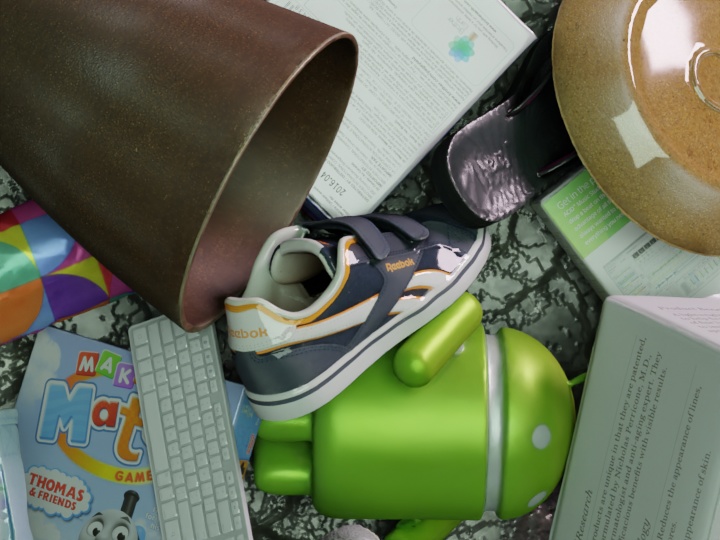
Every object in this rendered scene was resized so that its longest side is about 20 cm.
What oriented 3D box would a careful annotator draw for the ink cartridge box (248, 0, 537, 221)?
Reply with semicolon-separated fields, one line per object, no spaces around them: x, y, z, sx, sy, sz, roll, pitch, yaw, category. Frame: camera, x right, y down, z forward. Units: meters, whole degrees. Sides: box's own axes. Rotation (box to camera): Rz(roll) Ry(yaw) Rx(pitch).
-0.015;-0.114;1.689;0.136;0.076;0.200;44;82;-6;ink cartridge box

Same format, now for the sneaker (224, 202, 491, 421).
0.000;0.000;1.608;0.200;0.078;0.080;-42;120;-39;sneaker

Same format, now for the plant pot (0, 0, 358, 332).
-0.133;-0.095;1.569;0.199;0.187;0.187;29;85;10;plant pot

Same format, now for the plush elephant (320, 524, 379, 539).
0.029;0.272;1.559;0.154;0.165;0.201;12;130;-7;plush elephant

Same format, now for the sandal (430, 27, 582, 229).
0.116;-0.090;1.680;0.075;0.048;0.200;53;47;-11;sandal

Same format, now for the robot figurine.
0.036;0.089;1.670;0.199;0.116;0.176;1;127;-2;robot figurine

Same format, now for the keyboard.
-0.092;0.120;1.596;0.056;0.011;0.201;-17;73;20;keyboard

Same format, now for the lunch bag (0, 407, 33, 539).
-0.270;0.169;1.595;0.199;0.127;0.170;-9;90;23;lunch bag

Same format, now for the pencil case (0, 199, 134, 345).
-0.221;0.005;1.651;0.199;0.088;0.089;-19;93;-10;pencil case

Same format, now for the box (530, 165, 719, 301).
0.220;-0.007;1.752;0.144;0.036;0.200;-38;97;-8;box

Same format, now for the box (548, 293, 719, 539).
0.233;0.127;1.650;0.198;0.131;0.201;3;105;-35;box

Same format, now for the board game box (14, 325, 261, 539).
-0.149;0.146;1.645;0.151;0.037;0.201;15;85;29;board game box

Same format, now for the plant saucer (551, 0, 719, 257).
0.205;-0.109;1.697;0.199;0.035;0.201;13;65;-30;plant saucer
